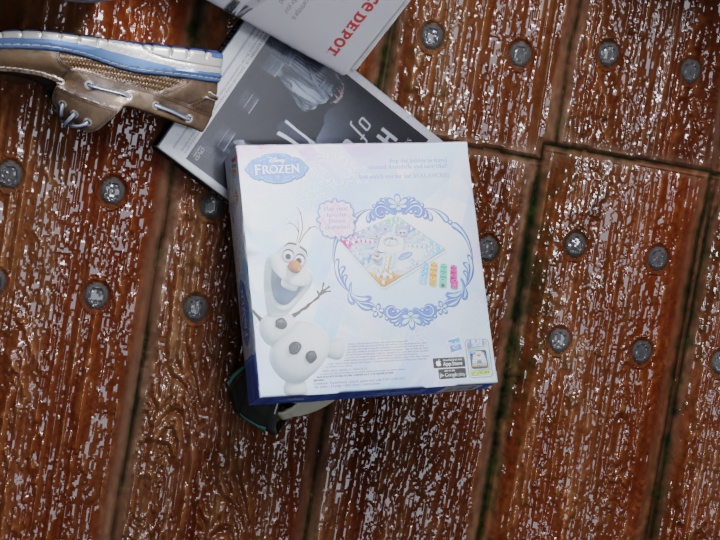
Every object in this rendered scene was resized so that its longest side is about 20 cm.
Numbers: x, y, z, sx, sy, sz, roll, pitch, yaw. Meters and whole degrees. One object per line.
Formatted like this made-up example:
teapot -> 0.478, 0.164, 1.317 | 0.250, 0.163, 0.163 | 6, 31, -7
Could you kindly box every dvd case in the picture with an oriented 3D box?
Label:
dvd case -> -0.048, -0.103, 1.477 | 0.199, 0.025, 0.151 | 36, 84, -19

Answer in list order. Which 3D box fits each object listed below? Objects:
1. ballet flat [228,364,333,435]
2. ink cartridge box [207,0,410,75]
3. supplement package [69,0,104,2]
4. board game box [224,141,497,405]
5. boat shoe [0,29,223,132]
ballet flat -> -0.015, 0.064, 1.482 | 0.200, 0.068, 0.068 | -40, 151, -7
ink cartridge box -> -0.055, -0.259, 1.375 | 0.199, 0.146, 0.086 | 26, 49, -16
supplement package -> -0.230, -0.304, 1.336 | 0.118, 0.121, 0.202 | 3, 96, -20
board game box -> 0.000, 0.000, 1.438 | 0.198, 0.043, 0.201 | -2, 78, -19
boat shoe -> -0.204, -0.142, 1.384 | 0.198, 0.072, 0.073 | 5, 95, -12
